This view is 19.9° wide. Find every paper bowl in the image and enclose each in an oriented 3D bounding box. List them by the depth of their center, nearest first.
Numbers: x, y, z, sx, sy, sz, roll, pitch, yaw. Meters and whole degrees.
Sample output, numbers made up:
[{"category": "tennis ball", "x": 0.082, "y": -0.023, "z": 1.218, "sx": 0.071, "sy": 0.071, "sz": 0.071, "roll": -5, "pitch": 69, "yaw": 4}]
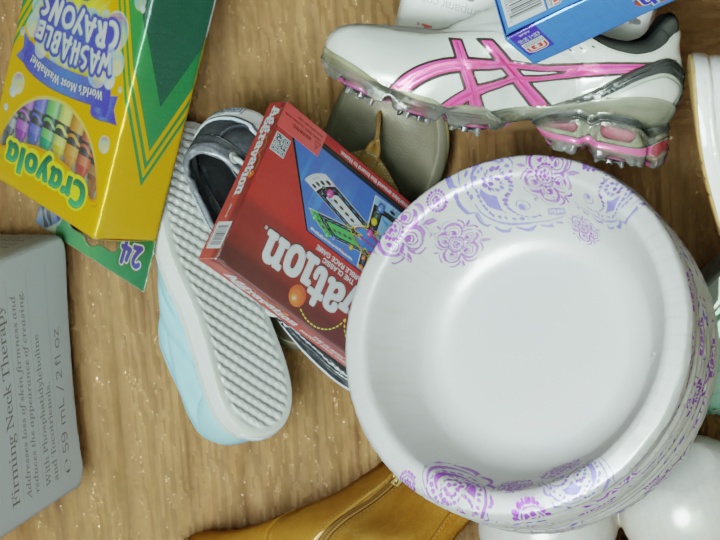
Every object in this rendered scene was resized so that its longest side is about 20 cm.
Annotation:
[{"category": "paper bowl", "x": 0.100, "y": 0.046, "z": 1.136, "sx": 0.199, "sy": 0.104, "sz": 0.203, "roll": -7, "pitch": 71, "yaw": 22}]

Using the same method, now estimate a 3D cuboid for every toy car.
[{"category": "toy car", "x": 0.160, "y": 0.201, "z": 1.194, "sx": 0.198, "sy": 0.151, "sz": 0.176, "roll": -8, "pitch": 133, "yaw": 11}]

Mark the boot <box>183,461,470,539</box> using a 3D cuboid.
[{"category": "boot", "x": -0.014, "y": 0.162, "z": 1.277, "sx": 0.144, "sy": 0.200, "sz": 0.071, "roll": -46, "pitch": 120, "yaw": -21}]

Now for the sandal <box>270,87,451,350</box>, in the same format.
[{"category": "sandal", "x": -0.007, "y": -0.035, "z": 1.246, "sx": 0.080, "sy": 0.054, "sz": 0.201, "roll": 29, "pitch": 106, "yaw": 4}]

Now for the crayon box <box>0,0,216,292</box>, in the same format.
[{"category": "crayon box", "x": -0.160, "y": -0.103, "z": 1.229, "sx": 0.125, "sy": 0.051, "sz": 0.202, "roll": 28, "pitch": 110, "yaw": 42}]

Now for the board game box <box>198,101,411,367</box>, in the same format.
[{"category": "board game box", "x": 0.000, "y": 0.000, "z": 1.190, "sx": 0.200, "sy": 0.019, "sz": 0.104, "roll": 37, "pitch": 68, "yaw": -34}]

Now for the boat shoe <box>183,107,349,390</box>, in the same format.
[{"category": "boat shoe", "x": -0.039, "y": 0.000, "z": 1.208, "sx": 0.071, "sy": 0.068, "sz": 0.201, "roll": -22, "pitch": 109, "yaw": 25}]

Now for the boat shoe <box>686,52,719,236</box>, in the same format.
[{"category": "boat shoe", "x": 0.230, "y": -0.033, "z": 1.127, "sx": 0.069, "sy": 0.071, "sz": 0.201, "roll": -15, "pitch": 112, "yaw": 15}]

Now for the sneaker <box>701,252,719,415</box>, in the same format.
[{"category": "sneaker", "x": 0.204, "y": 0.087, "z": 1.226, "sx": 0.118, "sy": 0.074, "sz": 0.200, "roll": 44, "pitch": 106, "yaw": -3}]

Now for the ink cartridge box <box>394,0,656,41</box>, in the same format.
[{"category": "ink cartridge box", "x": 0.110, "y": -0.202, "z": 1.175, "sx": 0.143, "sy": 0.084, "sz": 0.202, "roll": 15, "pitch": 104, "yaw": 6}]

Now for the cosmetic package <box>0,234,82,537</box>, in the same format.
[{"category": "cosmetic package", "x": -0.289, "y": 0.077, "z": 1.232, "sx": 0.165, "sy": 0.200, "sz": 0.169, "roll": 1, "pitch": 103, "yaw": 21}]

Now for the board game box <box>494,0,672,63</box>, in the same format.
[{"category": "board game box", "x": 0.150, "y": -0.217, "z": 1.053, "sx": 0.199, "sy": 0.045, "sz": 0.153, "roll": -23, "pitch": 67, "yaw": 21}]

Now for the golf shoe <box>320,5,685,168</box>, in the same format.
[{"category": "golf shoe", "x": 0.079, "y": -0.117, "z": 1.122, "sx": 0.198, "sy": 0.073, "sz": 0.093, "roll": 10, "pitch": 100, "yaw": -3}]

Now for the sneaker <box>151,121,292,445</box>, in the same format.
[{"category": "sneaker", "x": -0.104, "y": 0.013, "z": 1.267, "sx": 0.082, "sy": 0.073, "sz": 0.202, "roll": -23, "pitch": 76, "yaw": 52}]
